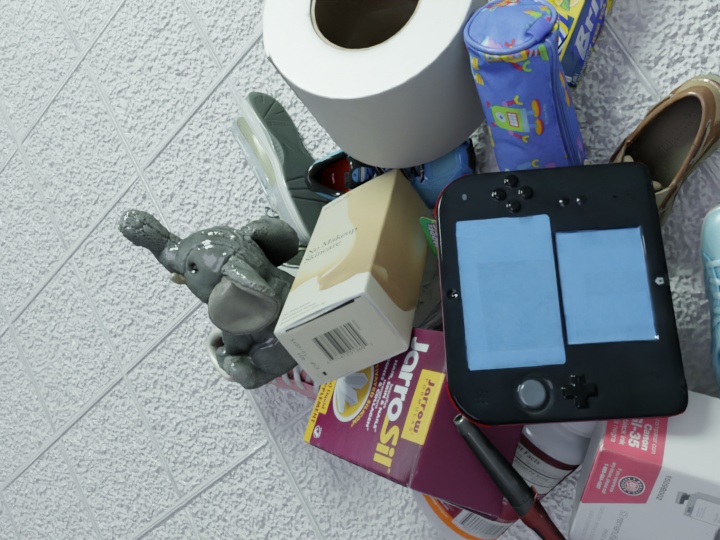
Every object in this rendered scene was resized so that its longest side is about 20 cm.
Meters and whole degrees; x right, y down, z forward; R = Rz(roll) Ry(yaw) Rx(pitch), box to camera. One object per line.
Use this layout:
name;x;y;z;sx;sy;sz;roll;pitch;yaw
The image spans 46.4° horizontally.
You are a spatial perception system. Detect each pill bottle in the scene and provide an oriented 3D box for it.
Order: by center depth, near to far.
pill bottle;0.145;0.160;0.795;0.115;0.113;0.201;49;118;20

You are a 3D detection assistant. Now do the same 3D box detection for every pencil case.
pencil case;0.149;-0.131;0.722;0.086;0.078;0.201;20;147;41

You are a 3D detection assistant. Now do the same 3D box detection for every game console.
game console;0.149;0.016;0.646;0.174;0.031;0.204;-5;71;9

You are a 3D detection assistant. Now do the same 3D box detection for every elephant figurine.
elephant figurine;-0.118;0.012;0.836;0.141;0.154;0.202;43;159;46

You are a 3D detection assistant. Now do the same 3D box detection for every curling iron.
curling iron;0.141;0.188;0.672;0.201;0.026;0.049;51;150;-7

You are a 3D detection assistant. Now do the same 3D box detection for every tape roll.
tape roll;0.026;-0.217;0.785;0.199;0.139;0.206;-7;70;19

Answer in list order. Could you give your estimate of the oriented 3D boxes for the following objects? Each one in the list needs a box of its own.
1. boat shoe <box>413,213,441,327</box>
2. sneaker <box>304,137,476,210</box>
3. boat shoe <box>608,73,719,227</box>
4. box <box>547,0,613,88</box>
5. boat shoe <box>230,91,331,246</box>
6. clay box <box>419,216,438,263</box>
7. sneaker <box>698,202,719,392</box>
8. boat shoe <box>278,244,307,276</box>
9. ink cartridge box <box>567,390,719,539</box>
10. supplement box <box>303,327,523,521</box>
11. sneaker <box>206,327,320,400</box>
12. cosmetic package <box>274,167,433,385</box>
boat shoe;0.035;0.024;0.874;0.075;0.086;0.203;47;118;21
sneaker;0.027;-0.097;0.867;0.197;0.089;0.080;-7;91;34
boat shoe;0.240;-0.080;0.725;0.076;0.071;0.202;42;125;24
box;0.194;-0.271;0.746;0.064;0.070;0.203;30;111;29
boat shoe;-0.092;-0.110;0.962;0.065;0.074;0.204;-42;67;36
clay box;0.156;-0.009;0.766;0.198;0.048;0.116;16;148;37
sneaker;0.318;0.042;0.683;0.073;0.081;0.204;-16;86;33
boat shoe;-0.064;0.005;0.956;0.198;0.064;0.071;6;139;42
ink cartridge box;0.277;0.178;0.659;0.197;0.083;0.148;15;135;15
supplement box;0.048;0.126;0.760;0.199;0.102;0.133;1;69;60
sneaker;-0.093;0.107;0.962;0.198;0.104;0.077;18;102;31
cosmetic package;0.000;0.000;0.781;0.104;0.201;0.071;-26;118;26
